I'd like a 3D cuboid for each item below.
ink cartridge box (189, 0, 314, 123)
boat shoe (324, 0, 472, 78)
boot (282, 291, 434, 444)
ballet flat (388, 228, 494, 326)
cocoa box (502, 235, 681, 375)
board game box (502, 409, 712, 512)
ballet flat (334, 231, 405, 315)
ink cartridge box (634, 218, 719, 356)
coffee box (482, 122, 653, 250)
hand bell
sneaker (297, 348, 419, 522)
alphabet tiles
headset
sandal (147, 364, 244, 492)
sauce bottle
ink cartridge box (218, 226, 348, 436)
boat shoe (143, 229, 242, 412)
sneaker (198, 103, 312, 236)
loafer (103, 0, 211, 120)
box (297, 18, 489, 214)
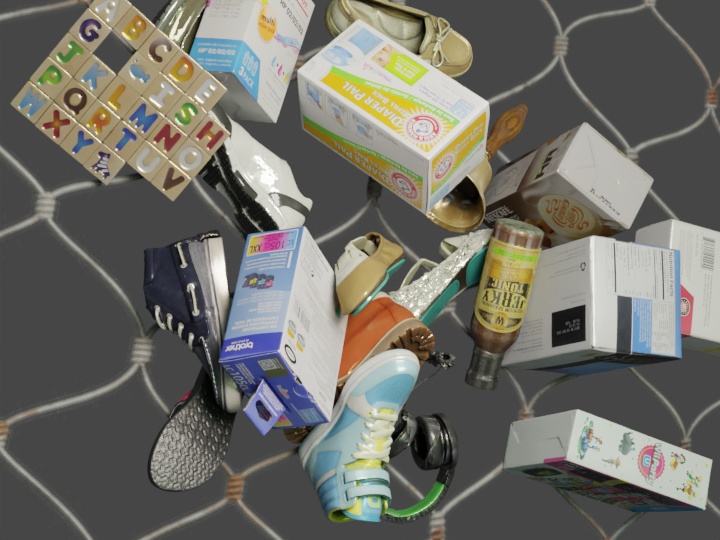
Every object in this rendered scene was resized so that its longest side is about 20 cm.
[{"bbox_3d":[-0.117,-0.285,1.416,0.115,0.067,0.202,47,55,-59],"label":"ink cartridge box"},{"bbox_3d":[0.056,-0.291,1.529,0.199,0.063,0.074,20,73,-20],"label":"boat shoe"},{"bbox_3d":[-0.018,0.109,1.419,0.200,0.107,0.075,-40,135,-3],"label":"boot"},{"bbox_3d":[0.104,-0.002,1.499,0.200,0.072,0.072,-39,97,-27],"label":"ballet flat"},{"bbox_3d":[0.271,0.047,1.486,0.130,0.200,0.135,7,77,-24],"label":"cocoa box"},{"bbox_3d":[0.293,0.231,1.492,0.198,0.147,0.065,20,71,-19],"label":"board game box"},{"bbox_3d":[0.000,0.000,1.401,0.063,0.200,0.069,45,106,0],"label":"ballet flat"},{"bbox_3d":[0.459,0.031,1.640,0.198,0.083,0.147,14,75,-22],"label":"ink cartridge box"},{"bbox_3d":[0.238,-0.088,1.497,0.114,0.200,0.080,38,66,-14],"label":"coffee box"},{"bbox_3d":[0.155,-0.147,1.550,0.104,0.104,0.200,48,52,-9],"label":"hand bell"},{"bbox_3d":[0.016,0.189,1.331,0.079,0.201,0.131,13,36,-33],"label":"sneaker"},{"bbox_3d":[-0.246,-0.175,1.340,0.200,0.008,0.167,41,98,-14],"label":"alphabet tiles"},{"bbox_3d":[0.063,0.189,1.424,0.122,0.094,0.202,17,85,-21],"label":"headset"},{"bbox_3d":[-0.171,0.159,1.357,0.075,0.045,0.201,39,52,-17],"label":"sandal"},{"bbox_3d":[0.167,0.042,1.483,0.064,0.065,0.202,6,103,-23],"label":"sauce bottle"},{"bbox_3d":[-0.079,0.074,1.324,0.137,0.076,0.202,58,29,-44],"label":"ink cartridge box"},{"bbox_3d":[-0.181,0.060,1.342,0.092,0.075,0.202,-8,69,-5],"label":"boat shoe"},{"bbox_3d":[-0.132,-0.119,1.417,0.080,0.073,0.201,-42,103,-39],"label":"sneaker"},{"bbox_3d":[-0.215,-0.237,1.396,0.069,0.075,0.201,34,78,-18],"label":"loafer"},{"bbox_3d":[0.036,-0.176,1.427,0.199,0.102,0.112,36,63,22],"label":"box"}]
